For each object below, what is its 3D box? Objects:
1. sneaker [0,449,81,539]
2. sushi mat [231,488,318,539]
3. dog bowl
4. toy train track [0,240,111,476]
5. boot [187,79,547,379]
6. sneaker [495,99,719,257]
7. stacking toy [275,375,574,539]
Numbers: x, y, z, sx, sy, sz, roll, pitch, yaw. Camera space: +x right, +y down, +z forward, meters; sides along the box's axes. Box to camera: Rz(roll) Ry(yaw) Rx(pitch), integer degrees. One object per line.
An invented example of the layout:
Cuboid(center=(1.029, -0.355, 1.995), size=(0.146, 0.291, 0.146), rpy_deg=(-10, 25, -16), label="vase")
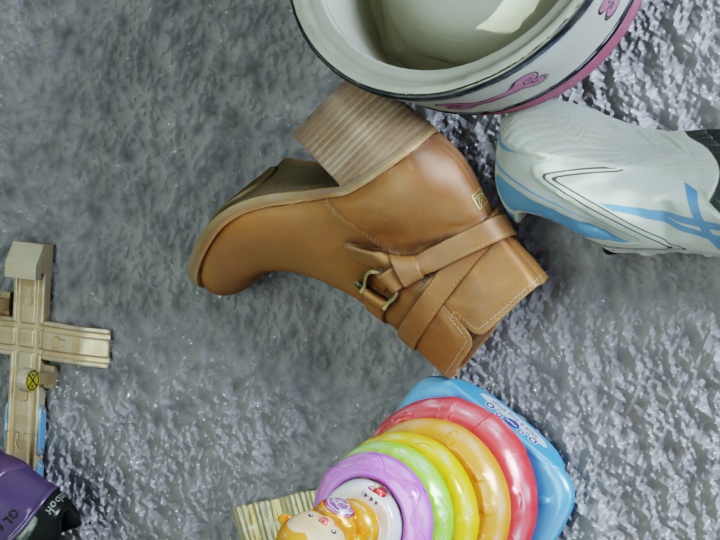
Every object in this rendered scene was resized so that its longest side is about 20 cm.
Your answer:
Cuboid(center=(-0.224, 0.198, 1.733), size=(0.087, 0.076, 0.200), rpy_deg=(29, 125, 10), label="sneaker")
Cuboid(center=(-0.012, 0.221, 1.652), size=(0.095, 0.012, 0.201), rpy_deg=(-17, 83, 30), label="sushi mat")
Cuboid(center=(0.064, -0.170, 1.524), size=(0.200, 0.074, 0.201), rpy_deg=(-12, 65, 28), label="dog bowl")
Cuboid(center=(-0.206, 0.083, 1.751), size=(0.114, 0.033, 0.201), rpy_deg=(6, 97, 31), label="toy train track")
Cuboid(center=(0.000, 0.000, 1.601), size=(0.155, 0.074, 0.200), rpy_deg=(47, 138, 1), label="boot")
Cuboid(center=(0.162, -0.035, 1.512), size=(0.200, 0.072, 0.073), rpy_deg=(17, 135, 25), label="sneaker")
Cuboid(center=(0.014, 0.127, 1.522), size=(0.116, 0.200, 0.110), rpy_deg=(39, 111, 22), label="stacking toy")
